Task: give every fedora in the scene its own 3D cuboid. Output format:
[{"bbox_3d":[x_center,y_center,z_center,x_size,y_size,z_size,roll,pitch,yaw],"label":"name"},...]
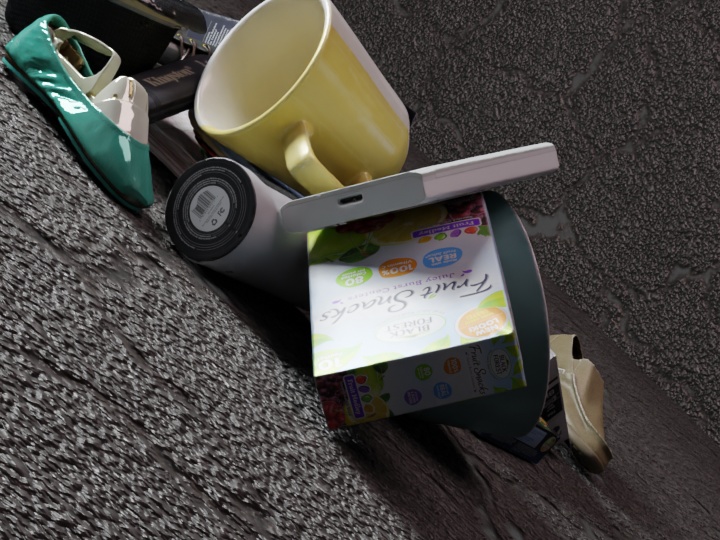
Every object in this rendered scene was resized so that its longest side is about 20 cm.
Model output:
[{"bbox_3d":[-0.235,-0.221,1.556,0.199,0.092,0.201,25,6,-3],"label":"fedora"}]

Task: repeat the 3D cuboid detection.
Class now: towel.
[{"bbox_3d":[-0.136,-0.097,1.656,0.191,0.032,0.200,44,9,7],"label":"towel"}]

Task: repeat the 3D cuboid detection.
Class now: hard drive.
[{"bbox_3d":[0.049,-0.064,1.383,0.199,0.131,0.027,-16,94,-54],"label":"hard drive"}]

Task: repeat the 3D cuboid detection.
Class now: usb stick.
[{"bbox_3d":[-0.168,-0.149,1.514,0.055,0.033,0.200,20,23,20],"label":"usb stick"}]

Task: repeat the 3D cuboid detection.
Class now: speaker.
[{"bbox_3d":[-0.069,-0.023,1.414,0.081,0.081,0.200,46,9,28],"label":"speaker"}]

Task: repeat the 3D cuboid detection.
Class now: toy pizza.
[{"bbox_3d":[-0.083,-0.082,1.608,0.200,0.032,0.200,41,10,-9],"label":"toy pizza"}]

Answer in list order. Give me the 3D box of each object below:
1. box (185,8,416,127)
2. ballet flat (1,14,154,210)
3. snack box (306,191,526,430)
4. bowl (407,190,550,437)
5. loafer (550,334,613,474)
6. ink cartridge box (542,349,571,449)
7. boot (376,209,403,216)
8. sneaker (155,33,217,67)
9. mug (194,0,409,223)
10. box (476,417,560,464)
[{"bbox_3d":[-0.073,-0.174,1.895,0.181,0.105,0.200,19,-5,31],"label":"box"},{"bbox_3d":[-0.202,-0.131,1.368,0.200,0.070,0.067,48,10,32],"label":"ballet flat"},{"bbox_3d":[0.036,0.025,1.300,0.201,0.141,0.053,-95,170,-59],"label":"snack box"},{"bbox_3d":[0.067,0.043,1.456,0.104,0.203,0.201,-8,29,-16],"label":"bowl"},{"bbox_3d":[0.235,0.135,1.972,0.076,0.067,0.201,55,8,-44],"label":"loafer"},{"bbox_3d":[0.162,0.113,1.814,0.100,0.039,0.201,47,-13,32],"label":"ink cartridge box"},{"bbox_3d":[-0.049,-0.079,1.769,0.096,0.075,0.199,21,-3,-43],"label":"boot"},{"bbox_3d":[-0.147,-0.187,1.758,0.198,0.076,0.106,13,-11,30],"label":"sneaker"},{"bbox_3d":[-0.041,-0.116,1.508,0.148,0.188,0.153,-11,-40,40],"label":"mug"},{"bbox_3d":[0.093,0.093,1.731,0.200,0.038,0.136,47,9,32],"label":"box"}]
